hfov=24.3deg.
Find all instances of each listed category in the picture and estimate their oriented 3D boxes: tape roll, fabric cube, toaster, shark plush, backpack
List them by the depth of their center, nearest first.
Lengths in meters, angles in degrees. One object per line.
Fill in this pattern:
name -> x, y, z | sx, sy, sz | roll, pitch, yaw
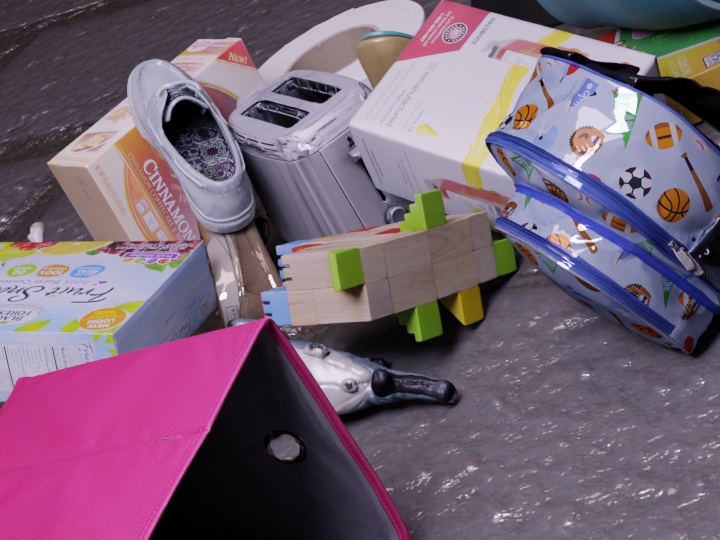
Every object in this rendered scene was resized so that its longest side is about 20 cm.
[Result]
fabric cube -> -0.117, 0.175, 0.960 | 0.198, 0.197, 0.200 | -14, 30, 31
backpack -> 0.171, -0.050, 1.079 | 0.154, 0.190, 0.200 | -52, 31, -9
shark plush -> -0.017, 0.066, 1.205 | 0.199, 0.092, 0.083 | -12, -1, 42
toaster -> -0.031, -0.092, 1.422 | 0.113, 0.130, 0.200 | -36, 27, -16
tape roll -> -0.013, -0.184, 1.635 | 0.201, 0.071, 0.203 | -24, 27, 13

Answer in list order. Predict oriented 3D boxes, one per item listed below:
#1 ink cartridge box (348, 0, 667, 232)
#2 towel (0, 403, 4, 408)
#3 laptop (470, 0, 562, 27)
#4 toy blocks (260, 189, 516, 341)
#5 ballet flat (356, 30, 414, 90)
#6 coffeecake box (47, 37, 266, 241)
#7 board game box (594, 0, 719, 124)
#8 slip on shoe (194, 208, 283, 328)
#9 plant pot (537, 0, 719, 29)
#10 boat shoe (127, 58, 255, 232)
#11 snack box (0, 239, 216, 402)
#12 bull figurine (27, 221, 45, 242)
ink cartridge box -> 0.116, -0.111, 1.274 | 0.199, 0.084, 0.145 | 21, 63, 33
towel -> -0.315, 0.106, 1.393 | 0.199, 0.023, 0.153 | 19, 76, 44
laptop -> 0.213, -0.302, 1.687 | 0.176, 0.104, 0.200 | -12, 5, 30
toy blocks -> 0.000, 0.000, 1.223 | 0.136, 0.101, 0.199 | -5, 8, 41
ballet flat -> 0.055, -0.147, 1.402 | 0.068, 0.064, 0.200 | -6, -10, 25
coffeecake box -> -0.161, -0.093, 1.527 | 0.073, 0.154, 0.200 | 8, 45, 49
board game box -> 0.217, -0.150, 1.377 | 0.199, 0.040, 0.153 | -23, 27, 13
slip on shoe -> -0.106, -0.033, 1.419 | 0.060, 0.076, 0.201 | -14, 45, -5
plant pot -> 0.230, -0.282, 1.355 | 0.200, 0.200, 0.188 | -44, 15, -28
boat shoe -> -0.142, -0.122, 1.403 | 0.070, 0.072, 0.201 | -21, 54, -16
snack box -> -0.237, 0.038, 1.304 | 0.199, 0.068, 0.169 | -1, 25, 22
bull figurine -> -0.285, 0.036, 1.479 | 0.200, 0.065, 0.122 | -39, 50, 5
